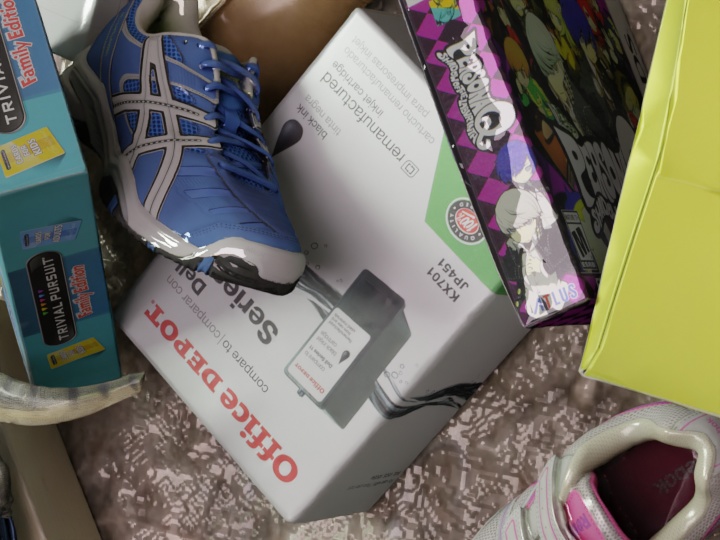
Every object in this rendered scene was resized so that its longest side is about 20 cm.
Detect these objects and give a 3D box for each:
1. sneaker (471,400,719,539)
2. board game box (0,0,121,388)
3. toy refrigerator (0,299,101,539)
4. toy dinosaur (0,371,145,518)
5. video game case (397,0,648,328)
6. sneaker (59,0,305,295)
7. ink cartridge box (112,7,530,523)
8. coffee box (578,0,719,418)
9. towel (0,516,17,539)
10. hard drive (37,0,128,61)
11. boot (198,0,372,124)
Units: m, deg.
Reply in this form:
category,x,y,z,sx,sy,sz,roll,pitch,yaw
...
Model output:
category,x,y,z,sx,sy,sz,roll,pitch,yaw
sneaker,0.102,0.116,1.195,0.200,0.088,0.081,-45,72,20
board game box,-0.159,-0.053,1.237,0.047,0.200,0.152,-15,63,-8
toy refrigerator,-0.186,0.120,1.353,0.076,0.070,0.201,-27,79,17
toy dinosaur,-0.195,0.069,1.240,0.199,0.047,0.089,13,100,25
video game case,0.086,-0.065,1.141,0.036,0.200,0.182,-24,79,23
sneaker,-0.077,-0.062,1.200,0.077,0.075,0.200,-56,45,18
ink cartridge box,0.000,0.000,1.248,0.147,0.083,0.200,47,110,20
coffee box,0.230,-0.030,1.069,0.199,0.198,0.201,16,98,25
towel,-0.232,0.075,1.309,0.111,0.049,0.201,-14,83,18
hard drive,-0.139,-0.212,1.321,0.132,0.027,0.201,25,103,51
boot,-0.070,-0.155,1.294,0.200,0.066,0.175,-47,70,21
